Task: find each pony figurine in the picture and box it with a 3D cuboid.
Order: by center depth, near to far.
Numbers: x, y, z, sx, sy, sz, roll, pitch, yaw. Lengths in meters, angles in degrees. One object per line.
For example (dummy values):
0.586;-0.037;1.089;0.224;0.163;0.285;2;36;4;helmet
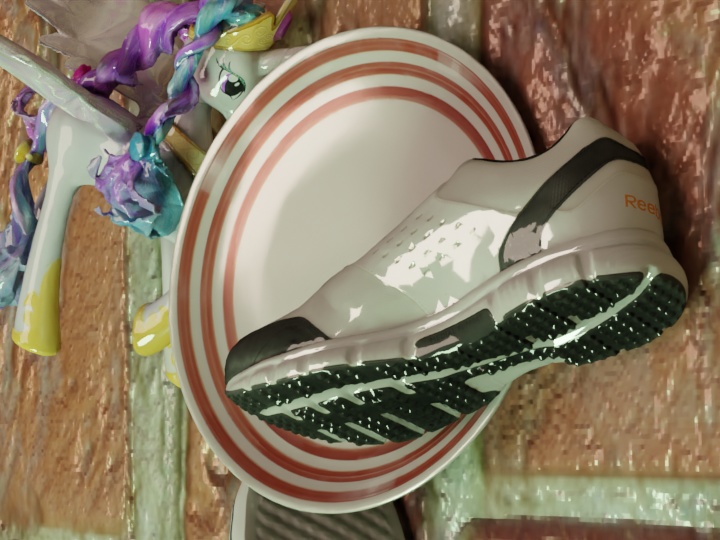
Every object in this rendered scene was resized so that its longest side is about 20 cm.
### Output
-0.119;-0.062;1.228;0.192;0.166;0.201;25;110;22;pony figurine

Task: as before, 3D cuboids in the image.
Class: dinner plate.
0.000;0.000;1.081;0.199;0.024;0.201;-12;71;39;dinner plate

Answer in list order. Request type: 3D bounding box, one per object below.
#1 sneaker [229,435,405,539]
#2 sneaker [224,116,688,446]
-0.019;0.168;1.094;0.080;0.078;0.201;121;144;-53;sneaker
0.033;0.007;0.999;0.199;0.074;0.080;-21;58;28;sneaker
